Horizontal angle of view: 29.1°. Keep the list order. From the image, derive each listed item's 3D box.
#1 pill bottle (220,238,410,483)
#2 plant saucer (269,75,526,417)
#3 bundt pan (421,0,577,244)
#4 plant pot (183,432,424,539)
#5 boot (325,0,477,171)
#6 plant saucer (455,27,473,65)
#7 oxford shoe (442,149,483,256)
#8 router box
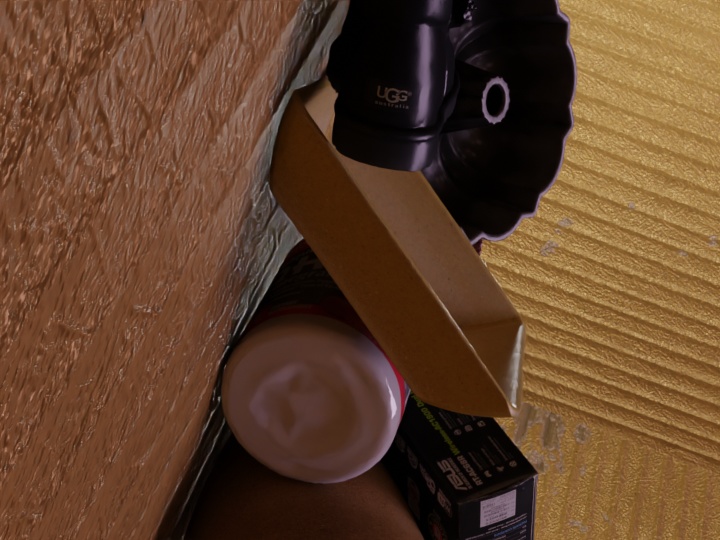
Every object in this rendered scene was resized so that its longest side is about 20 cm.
[{"bbox_3d":[-0.011,0.037,0.895,0.200,0.110,0.112,-65,174,-61],"label":"pill bottle"},{"bbox_3d":[0.018,-0.014,0.789,0.048,0.201,0.200,-34,-175,14],"label":"plant saucer"},{"bbox_3d":[0.068,-0.123,0.985,0.201,0.075,0.205,-13,108,-46],"label":"bundt pan"},{"bbox_3d":[-0.040,0.181,0.915,0.201,0.184,0.188,-100,-156,-57],"label":"plant pot"},{"bbox_3d":[0.031,-0.161,0.716,0.201,0.075,0.170,-82,-176,-67],"label":"boot"},{"bbox_3d":[0.088,-0.190,1.116,0.200,0.035,0.203,-3,90,-71],"label":"plant saucer"},{"bbox_3d":[0.061,-0.007,1.090,0.075,0.070,0.203,-132,-148,-79],"label":"oxford shoe"},{"bbox_3d":[0.048,0.145,0.973,0.200,0.061,0.151,-129,-152,-49],"label":"router box"}]
